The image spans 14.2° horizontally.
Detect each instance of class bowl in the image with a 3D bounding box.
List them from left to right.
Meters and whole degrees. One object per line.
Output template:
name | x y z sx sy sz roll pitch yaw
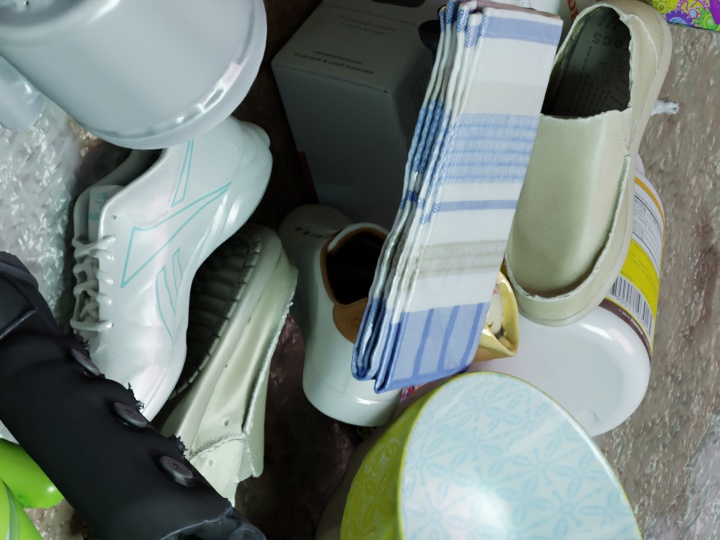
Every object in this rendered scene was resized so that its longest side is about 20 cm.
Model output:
bowl | 0.052 0.164 1.528 0.200 0.108 0.200 26 51 -38

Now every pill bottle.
pill bottle | 0.129 0.001 1.773 0.200 0.109 0.109 -77 160 -49

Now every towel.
towel | 0.050 -0.040 1.458 0.147 0.024 0.200 -7 113 -68

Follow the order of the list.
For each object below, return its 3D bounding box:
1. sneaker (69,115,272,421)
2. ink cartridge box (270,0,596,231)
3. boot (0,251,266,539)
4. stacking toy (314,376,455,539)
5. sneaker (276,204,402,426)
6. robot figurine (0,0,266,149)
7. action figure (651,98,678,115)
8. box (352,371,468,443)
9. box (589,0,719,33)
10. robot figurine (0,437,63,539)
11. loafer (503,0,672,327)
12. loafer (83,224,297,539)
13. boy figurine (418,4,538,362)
sneaker | -0.120 0.000 1.480 0.080 0.070 0.201 32 74 -38
ink cartridge box | 0.049 -0.121 1.662 0.200 0.083 0.145 -52 142 -33
boot | -0.150 0.068 1.319 0.066 0.200 0.165 -50 154 20
stacking toy | 0.085 0.168 1.674 0.200 0.146 0.146 35 68 -13
sneaker | 0.000 0.000 1.554 0.073 0.200 0.085 10 116 -16
robot figurine | -0.116 -0.130 1.371 0.169 0.113 0.200 -32 146 9
action figure | 0.169 -0.131 1.794 0.200 0.055 0.118 -68 156 -80
box | 0.031 0.047 1.754 0.110 0.035 0.200 -54 143 -30
box | 0.213 -0.231 1.762 0.193 0.200 0.122 -26 124 -51
robot figurine | -0.198 0.155 1.352 0.200 0.115 0.176 65 31 -46
loafer | 0.121 -0.068 1.658 0.068 0.076 0.200 33 68 -60
loafer | -0.081 0.073 1.529 0.068 0.076 0.200 23 93 -36
boy figurine | 0.057 -0.039 1.562 0.124 0.064 0.200 -45 139 -66
